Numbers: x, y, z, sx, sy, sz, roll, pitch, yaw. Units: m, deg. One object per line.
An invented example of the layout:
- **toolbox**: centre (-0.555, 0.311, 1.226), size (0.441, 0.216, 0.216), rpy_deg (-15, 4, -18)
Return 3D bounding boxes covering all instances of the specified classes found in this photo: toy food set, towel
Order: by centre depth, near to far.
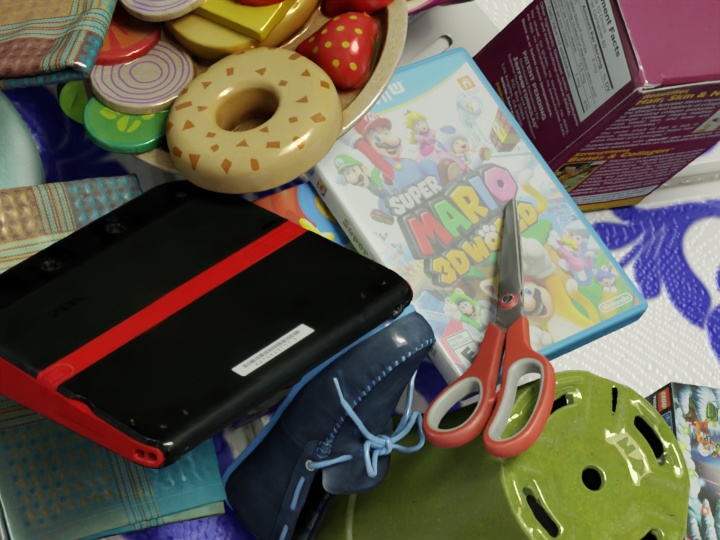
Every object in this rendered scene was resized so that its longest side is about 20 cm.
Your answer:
- **towel**: centre (-0.156, 0.049, 1.385), size (0.146, 0.022, 0.201), rpy_deg (-8, 75, -37)
- **toy food set**: centre (-0.072, -0.135, 1.452), size (0.197, 0.049, 0.200), rpy_deg (25, 67, 27)
- **towel**: centre (-0.197, -0.171, 1.454), size (0.201, 0.146, 0.022), rpy_deg (-77, 154, -45)

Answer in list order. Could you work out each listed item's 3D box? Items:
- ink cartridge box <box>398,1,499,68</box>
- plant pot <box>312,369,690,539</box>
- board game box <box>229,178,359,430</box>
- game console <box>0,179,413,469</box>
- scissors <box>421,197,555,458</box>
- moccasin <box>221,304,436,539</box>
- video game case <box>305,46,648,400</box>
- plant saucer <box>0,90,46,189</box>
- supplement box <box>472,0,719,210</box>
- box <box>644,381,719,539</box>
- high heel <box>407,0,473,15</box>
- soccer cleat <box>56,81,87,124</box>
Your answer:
- **ink cartridge box**: centre (0.010, -0.216, 1.646), size (0.115, 0.068, 0.200), rpy_deg (-38, 89, -33)
- **plant pot**: centre (0.089, 0.144, 1.451), size (0.199, 0.190, 0.201), rpy_deg (12, 62, -23)
- **board game box**: centre (0.000, 0.000, 1.521), size (0.199, 0.103, 0.105), rpy_deg (-21, 78, -34)
- **game console**: centre (-0.097, 0.024, 1.333), size (0.176, 0.031, 0.200), rpy_deg (27, 42, 32)
- **scissors**: centre (0.088, 0.028, 1.409), size (0.014, 0.073, 0.201), rpy_deg (61, 37, -35)
- **moccasin**: centre (-0.005, 0.092, 1.416), size (0.080, 0.200, 0.068), rpy_deg (-23, 71, -37)
- **video game case**: centre (0.059, -0.032, 1.480), size (0.143, 0.018, 0.201), rpy_deg (-22, 68, -33)
- **plant saucer**: centre (-0.265, -0.057, 1.445), size (0.200, 0.039, 0.202), rpy_deg (11, 64, -23)
- **supplement box**: centre (0.160, -0.119, 1.603), size (0.130, 0.200, 0.104), rpy_deg (-6, 71, -31)
- **box**: centre (0.278, 0.153, 1.638), size (0.199, 0.040, 0.138), rpy_deg (9, 65, -25)
- **high heel**: centre (0.018, -0.179, 1.538), size (0.199, 0.096, 0.068), rpy_deg (-10, 75, -27)
- **soccer cleat**: centre (-0.102, -0.132, 1.559), size (0.199, 0.068, 0.081), rpy_deg (-13, 54, -31)
